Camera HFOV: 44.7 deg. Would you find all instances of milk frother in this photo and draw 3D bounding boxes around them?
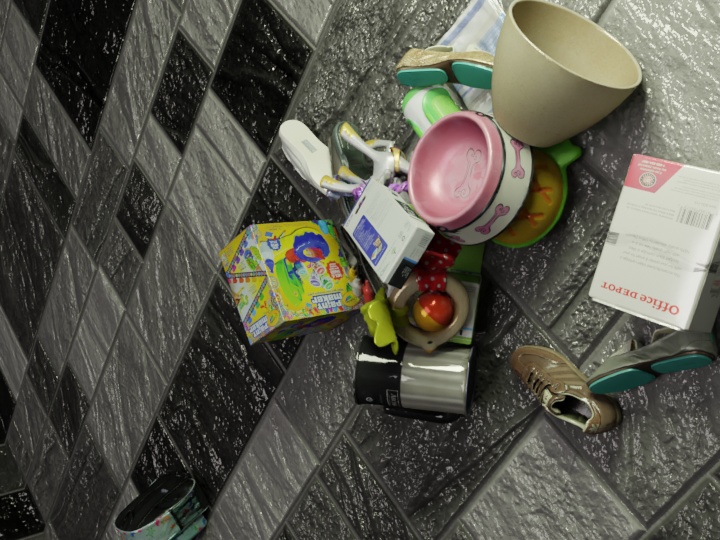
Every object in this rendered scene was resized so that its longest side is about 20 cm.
[{"bbox_3d":[0.102,0.146,1.479,0.188,0.181,0.200,5,68,13],"label":"milk frother"}]

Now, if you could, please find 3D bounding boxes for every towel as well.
[{"bbox_3d":[0.200,-0.322,1.378,0.147,0.024,0.200,-44,64,42],"label":"towel"}]

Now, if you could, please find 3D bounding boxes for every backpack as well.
[{"bbox_3d":[-0.487,0.602,2.125,0.177,0.200,0.151,-4,113,46],"label":"backpack"}]

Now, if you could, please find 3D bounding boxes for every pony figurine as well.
[{"bbox_3d":[0.035,-0.148,1.492,0.200,0.167,0.193,18,83,29],"label":"pony figurine"}]

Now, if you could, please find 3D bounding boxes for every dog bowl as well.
[{"bbox_3d":[0.150,-0.140,1.266,0.200,0.074,0.201,-18,66,47],"label":"dog bowl"}]

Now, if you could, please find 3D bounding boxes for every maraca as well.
[{"bbox_3d":[0.245,-0.131,1.297,0.137,0.107,0.200,27,100,17],"label":"maraca"}]

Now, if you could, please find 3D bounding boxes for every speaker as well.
[{"bbox_3d":[0.146,-0.209,1.405,0.088,0.088,0.200,-51,59,38],"label":"speaker"}]

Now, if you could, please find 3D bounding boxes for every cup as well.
[{"bbox_3d":[0.260,-0.255,1.200,0.200,0.200,0.143,54,136,28],"label":"cup"}]

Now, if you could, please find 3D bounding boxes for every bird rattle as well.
[{"bbox_3d":[0.097,0.041,1.357,0.200,0.163,0.113,-51,24,5],"label":"bird rattle"}]

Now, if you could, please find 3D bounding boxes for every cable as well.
[{"bbox_3d":[0.000,0.000,1.504,0.097,0.050,0.200,53,172,32],"label":"cable"}]

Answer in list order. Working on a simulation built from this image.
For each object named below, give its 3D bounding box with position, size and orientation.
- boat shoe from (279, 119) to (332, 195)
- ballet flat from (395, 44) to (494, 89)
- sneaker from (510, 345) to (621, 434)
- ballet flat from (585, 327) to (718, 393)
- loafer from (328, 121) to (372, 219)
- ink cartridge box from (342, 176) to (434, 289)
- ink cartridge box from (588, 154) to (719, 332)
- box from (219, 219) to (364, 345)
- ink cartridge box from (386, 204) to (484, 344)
[{"bbox_3d":[-0.093,-0.202,1.685,0.200,0.072,0.069,45,155,20],"label":"boat shoe"},{"bbox_3d":[0.150,-0.323,1.360,0.200,0.071,0.065,10,66,26],"label":"ballet flat"},{"bbox_3d":[0.292,0.174,1.308,0.200,0.075,0.071,32,118,40],"label":"sneaker"},{"bbox_3d":[0.399,0.119,1.207,0.200,0.067,0.064,-28,48,45],"label":"ballet flat"},{"bbox_3d":[-0.021,-0.172,1.613,0.063,0.072,0.200,-28,67,58],"label":"loafer"},{"bbox_3d":[0.039,-0.061,1.322,0.100,0.039,0.200,-60,31,17],"label":"ink cartridge box"},{"bbox_3d":[0.401,-0.035,1.129,0.146,0.083,0.200,23,100,43],"label":"ink cartridge box"},{"bbox_3d":[-0.129,0.019,1.651,0.122,0.200,0.193,-34,71,43],"label":"box"},{"bbox_3d":[0.122,0.004,1.418,0.148,0.076,0.200,8,106,9],"label":"ink cartridge box"}]
